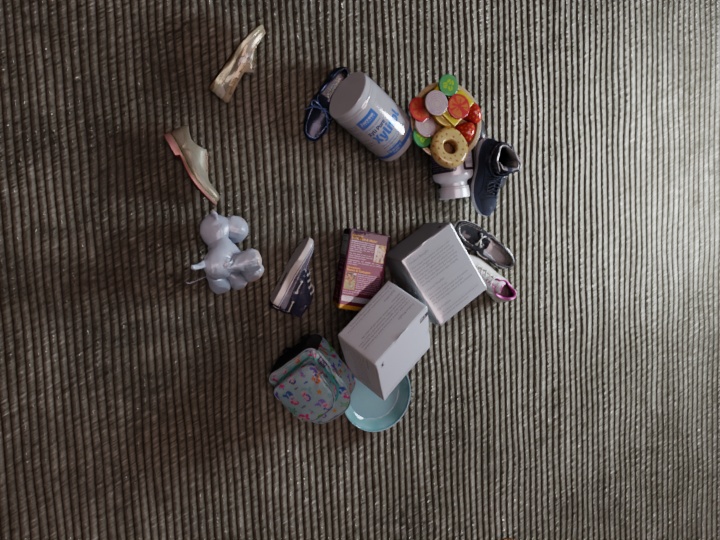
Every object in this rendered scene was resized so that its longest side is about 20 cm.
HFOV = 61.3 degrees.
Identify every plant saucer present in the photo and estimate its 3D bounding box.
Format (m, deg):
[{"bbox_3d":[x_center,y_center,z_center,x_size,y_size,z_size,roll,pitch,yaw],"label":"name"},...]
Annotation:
[{"bbox_3d":[0.039,0.329,1.634,0.194,0.036,0.207,-1,94,-15],"label":"plant saucer"}]

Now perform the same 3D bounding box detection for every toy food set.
[{"bbox_3d":[0.212,-0.373,1.508,0.197,0.049,0.201,40,81,-8],"label":"toy food set"}]

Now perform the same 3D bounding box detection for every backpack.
[{"bbox_3d":[-0.112,0.287,1.528,0.176,0.152,0.201,-35,110,22],"label":"backpack"}]

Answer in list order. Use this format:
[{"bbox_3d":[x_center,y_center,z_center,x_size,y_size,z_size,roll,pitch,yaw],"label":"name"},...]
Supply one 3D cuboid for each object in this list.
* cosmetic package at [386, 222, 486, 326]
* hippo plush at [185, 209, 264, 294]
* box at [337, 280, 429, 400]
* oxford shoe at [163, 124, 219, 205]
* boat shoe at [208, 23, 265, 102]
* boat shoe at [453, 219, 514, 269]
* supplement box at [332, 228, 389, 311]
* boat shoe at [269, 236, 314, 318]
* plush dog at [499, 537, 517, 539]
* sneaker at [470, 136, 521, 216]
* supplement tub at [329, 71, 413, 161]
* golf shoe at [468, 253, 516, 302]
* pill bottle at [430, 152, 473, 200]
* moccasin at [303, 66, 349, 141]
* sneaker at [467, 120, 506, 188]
[{"bbox_3d":[0.190,0.004,1.584,0.166,0.166,0.203,-34,102,-10],"label":"cosmetic package"},{"bbox_3d":[-0.339,-0.048,1.474,0.195,0.160,0.164,-6,65,-29],"label":"hippo plush"},{"bbox_3d":[0.064,0.176,1.513,0.129,0.202,0.199,33,65,29],"label":"box"},{"bbox_3d":[-0.390,-0.255,1.461,0.073,0.071,0.203,-34,102,-12],"label":"oxford shoe"},{"bbox_3d":[-0.287,-0.503,1.473,0.064,0.072,0.202,37,87,-23],"label":"boat shoe"},{"bbox_3d":[0.342,-0.070,1.673,0.199,0.060,0.075,39,85,-14],"label":"boat shoe"},{"bbox_3d":[0.000,0.000,1.574,0.107,0.086,0.206,9,92,-15],"label":"supplement box"},{"bbox_3d":[-0.149,0.022,1.550,0.091,0.075,0.203,29,94,-21],"label":"boat shoe"},{"bbox_3d":[0.438,0.869,1.728,0.173,0.200,0.160,-50,137,4],"label":"plush dog"},{"bbox_3d":[0.347,-0.231,1.561,0.075,0.146,0.208,-7,108,-16],"label":"sneaker"},{"bbox_3d":[0.032,-0.376,1.502,0.198,0.131,0.134,31,86,-38],"label":"supplement tub"},{"bbox_3d":[0.350,0.019,1.667,0.197,0.091,0.076,33,87,-13],"label":"golf shoe"},{"bbox_3d":[0.240,-0.294,1.603,0.108,0.111,0.206,-8,96,-14],"label":"pill bottle"},{"bbox_3d":[-0.090,-0.426,1.528,0.079,0.068,0.205,22,88,-15],"label":"moccasin"},{"bbox_3d":[0.342,-0.319,1.655,0.103,0.075,0.206,-8,105,-18],"label":"sneaker"}]
